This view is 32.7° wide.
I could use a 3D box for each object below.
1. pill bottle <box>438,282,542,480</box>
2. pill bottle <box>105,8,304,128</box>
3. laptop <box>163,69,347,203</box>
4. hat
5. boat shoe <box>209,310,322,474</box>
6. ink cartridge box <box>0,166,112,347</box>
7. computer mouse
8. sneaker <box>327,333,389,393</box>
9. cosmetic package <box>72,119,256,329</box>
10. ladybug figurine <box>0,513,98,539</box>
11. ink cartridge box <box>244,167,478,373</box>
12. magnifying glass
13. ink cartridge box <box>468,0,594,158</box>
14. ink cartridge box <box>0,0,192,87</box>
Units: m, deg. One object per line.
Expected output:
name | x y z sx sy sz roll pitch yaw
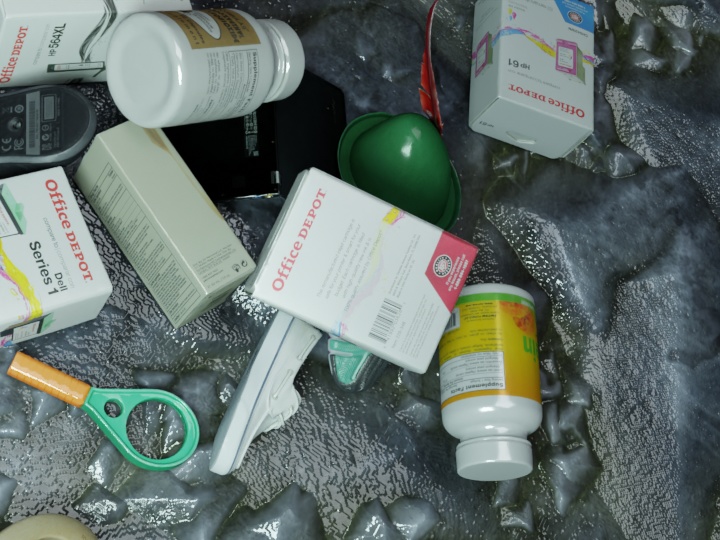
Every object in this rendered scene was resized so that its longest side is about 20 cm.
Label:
pill bottle | 0.144 0.125 1.360 0.111 0.111 0.200 10 64 -22
pill bottle | -0.154 -0.214 1.274 0.200 0.114 0.114 -17 76 -50
laptop | -0.117 -0.145 1.415 0.200 0.116 0.188 -6 67 3
hat | 0.080 -0.154 1.404 0.200 0.176 0.166 42 51 -7
boat shoe | -0.093 0.128 1.266 0.065 0.074 0.200 28 60 -8
ink cartridge box | -0.362 -0.003 1.186 0.200 0.084 0.145 -18 77 -32
computer mouse | -0.361 -0.141 1.249 0.200 0.053 0.139 -1 71 3
sneaker | 0.001 0.034 1.363 0.074 0.088 0.200 8 89 -11
cosmetic package | -0.205 -0.051 1.274 0.071 0.105 0.200 -31 85 -35
ladybug figurine | -0.295 0.298 1.065 0.136 0.072 0.200 54 30 -9
ink cartridge box | 0.000 0.000 1.274 0.200 0.086 0.148 26 86 -10
magnifying glass | -0.253 0.134 1.216 0.200 0.022 0.080 27 59 -12
ink cartridge box | 0.223 -0.263 1.589 0.144 0.085 0.200 15 63 -20
ink cartridge box | -0.299 -0.266 1.297 0.200 0.146 0.084 -10 73 -29
